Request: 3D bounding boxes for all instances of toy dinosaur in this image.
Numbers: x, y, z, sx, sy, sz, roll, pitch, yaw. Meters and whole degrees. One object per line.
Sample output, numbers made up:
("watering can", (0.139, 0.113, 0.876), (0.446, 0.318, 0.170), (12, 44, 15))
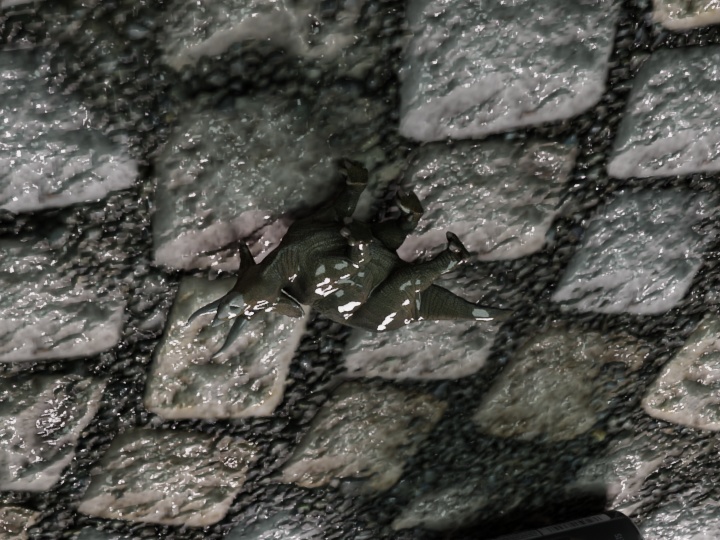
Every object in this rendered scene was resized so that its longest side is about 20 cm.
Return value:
("toy dinosaur", (0.000, 0.000, 0.867), (0.199, 0.078, 0.102), (9, 139, -36))

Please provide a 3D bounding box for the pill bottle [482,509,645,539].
("pill bottle", (0.122, 0.257, 1.120), (0.198, 0.107, 0.107), (-11, 134, -14))
